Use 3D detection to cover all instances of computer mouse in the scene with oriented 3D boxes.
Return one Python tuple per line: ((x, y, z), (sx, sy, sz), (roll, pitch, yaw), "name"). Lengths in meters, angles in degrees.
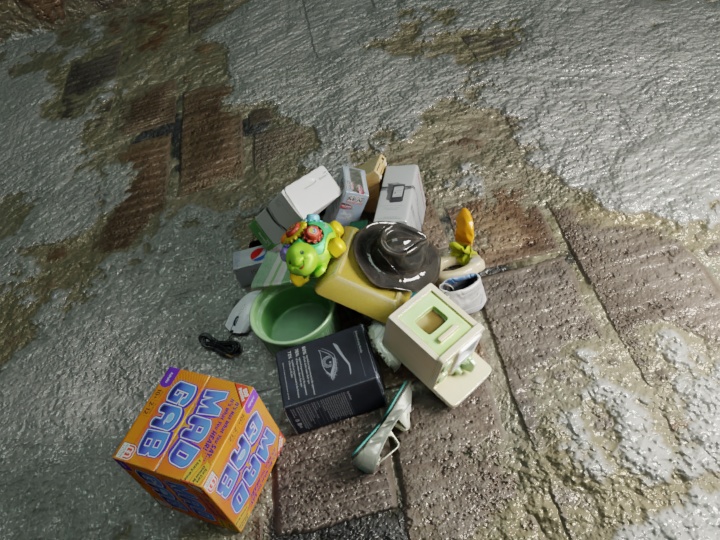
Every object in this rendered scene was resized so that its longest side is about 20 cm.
((-0.284, 0.111, 1.599), (0.109, 0.044, 0.200), (17, 55, 31), "computer mouse")

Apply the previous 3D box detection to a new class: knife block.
((-0.026, -0.215, 1.722), (0.174, 0.201, 0.064), (13, 53, 10), "knife block")

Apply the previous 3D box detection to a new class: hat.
((0.088, -0.051, 1.426), (0.199, 0.081, 0.202), (10, 52, -13), "hat")

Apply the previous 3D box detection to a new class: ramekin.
((-0.140, 0.111, 1.517), (0.198, 0.098, 0.201), (-9, 46, 9), "ramekin")

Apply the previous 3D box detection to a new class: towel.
((-0.141, -0.016, 1.561), (0.198, 0.024, 0.153), (-8, 30, 14), "towel")

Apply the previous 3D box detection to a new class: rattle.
((0.170, -0.030, 1.514), (0.198, 0.144, 0.131), (-16, 37, -2), "rattle")

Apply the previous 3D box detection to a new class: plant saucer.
((0.025, -0.001, 1.450), (0.199, 0.049, 0.201), (23, 52, -2), "plant saucer")

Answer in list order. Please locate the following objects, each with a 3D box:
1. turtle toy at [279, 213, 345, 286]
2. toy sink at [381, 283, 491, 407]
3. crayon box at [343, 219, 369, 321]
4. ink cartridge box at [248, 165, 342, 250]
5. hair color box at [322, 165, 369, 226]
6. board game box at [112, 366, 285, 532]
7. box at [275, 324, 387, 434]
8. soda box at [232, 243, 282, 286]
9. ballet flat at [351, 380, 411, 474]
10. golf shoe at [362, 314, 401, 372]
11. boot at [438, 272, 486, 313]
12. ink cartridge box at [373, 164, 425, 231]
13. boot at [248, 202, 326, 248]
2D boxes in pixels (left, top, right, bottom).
((-0.112, -0.046, 1.428), (0.145, 0.101, 0.200), (-38, 26, 16), "turtle toy")
((0.161, 0.145, 1.336), (0.130, 0.112, 0.200), (-35, 65, -28), "toy sink")
((0.000, 0.000, 1.554), (0.051, 0.126, 0.201), (-6, 47, 22), "crayon box")
((-0.155, -0.145, 1.599), (0.146, 0.085, 0.200), (-39, 4, -37), "ink cartridge box")
((-0.042, -0.142, 1.650), (0.060, 0.201, 0.099), (9, 44, -17), "hair color box")
((-0.296, 0.337, 1.285), (0.198, 0.201, 0.201), (8, 52, 24), "board game box")
((-0.061, 0.221, 1.387), (0.198, 0.105, 0.149), (-17, 45, 1), "box")
((-0.213, -0.026, 1.686), (0.198, 0.068, 0.064), (-14, 45, 5), "soda box")
((0.059, 0.306, 1.313), (0.064, 0.067, 0.200), (36, 63, 8), "ballet flat")
((0.066, 0.118, 1.442), (0.097, 0.078, 0.201), (-29, 46, 13), "golf shoe")
((0.172, 0.065, 1.464), (0.199, 0.096, 0.074), (-23, 46, -2), "boot")
((0.098, -0.137, 1.639), (0.083, 0.146, 0.201), (-1, 48, 16), "ink cartridge box")
((-0.192, -0.116, 1.759), (0.198, 0.073, 0.151), (-1, 47, 21), "boot")
